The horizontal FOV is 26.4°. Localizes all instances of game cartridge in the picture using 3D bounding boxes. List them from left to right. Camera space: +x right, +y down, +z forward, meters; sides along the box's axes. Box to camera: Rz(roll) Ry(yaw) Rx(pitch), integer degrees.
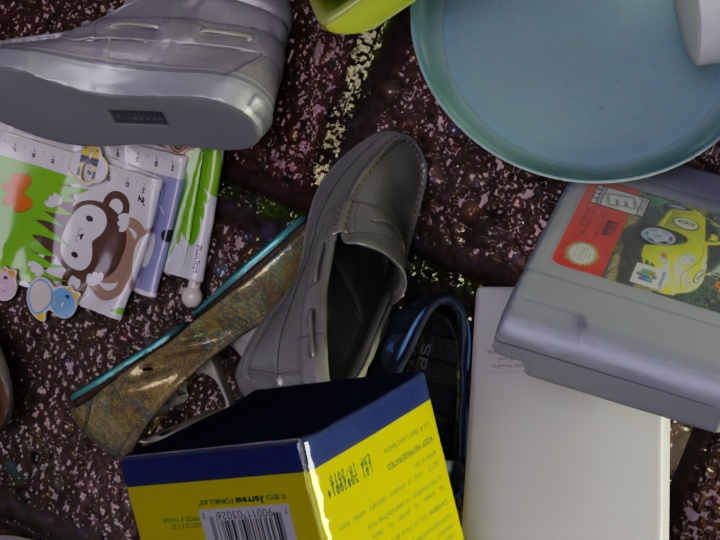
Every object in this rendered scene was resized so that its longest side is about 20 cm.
[{"bbox_3d":[0.157,0.002,0.787,0.132,0.200,0.041,20,126,11],"label":"game cartridge"}]

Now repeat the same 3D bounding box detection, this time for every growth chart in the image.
[{"bbox_3d":[-0.177,-0.038,0.959,0.198,0.018,0.146,5,93,15],"label":"growth chart"}]

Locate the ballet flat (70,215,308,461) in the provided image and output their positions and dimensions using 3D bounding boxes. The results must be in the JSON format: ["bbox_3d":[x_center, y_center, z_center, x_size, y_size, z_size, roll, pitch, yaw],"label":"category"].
[{"bbox_3d":[-0.085,0.047,0.913,0.200,0.071,0.071,-37,82,16],"label":"ballet flat"}]

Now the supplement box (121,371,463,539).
[{"bbox_3d":[-0.017,0.162,0.723,0.109,0.109,0.202,-10,97,34],"label":"supplement box"}]

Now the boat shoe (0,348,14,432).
[{"bbox_3d":[-0.296,0.032,0.953,0.200,0.072,0.076,46,119,12],"label":"boat shoe"}]

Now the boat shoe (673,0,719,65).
[{"bbox_3d":[0.198,-0.202,0.816,0.067,0.072,0.201,0,65,5],"label":"boat shoe"}]

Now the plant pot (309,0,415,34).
[{"bbox_3d":[0.002,-0.255,0.803,0.199,0.200,0.182,-33,126,12],"label":"plant pot"}]

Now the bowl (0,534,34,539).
[{"bbox_3d":[-0.239,0.270,0.940,0.199,0.094,0.203,0,90,15],"label":"bowl"}]

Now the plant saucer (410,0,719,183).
[{"bbox_3d":[0.127,-0.138,0.846,0.198,0.027,0.202,-1,72,4],"label":"plant saucer"}]

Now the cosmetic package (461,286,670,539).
[{"bbox_3d":[0.111,0.114,0.815,0.107,0.085,0.202,1,67,14],"label":"cosmetic package"}]

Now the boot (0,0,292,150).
[{"bbox_3d":[-0.138,-0.130,0.919,0.198,0.074,0.096,8,60,12],"label":"boot"}]

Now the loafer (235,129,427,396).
[{"bbox_3d":[0.000,0.000,0.842,0.069,0.070,0.201,-12,44,41],"label":"loafer"}]

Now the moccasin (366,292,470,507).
[{"bbox_3d":[0.017,0.105,0.817,0.080,0.068,0.202,9,72,-10],"label":"moccasin"}]
